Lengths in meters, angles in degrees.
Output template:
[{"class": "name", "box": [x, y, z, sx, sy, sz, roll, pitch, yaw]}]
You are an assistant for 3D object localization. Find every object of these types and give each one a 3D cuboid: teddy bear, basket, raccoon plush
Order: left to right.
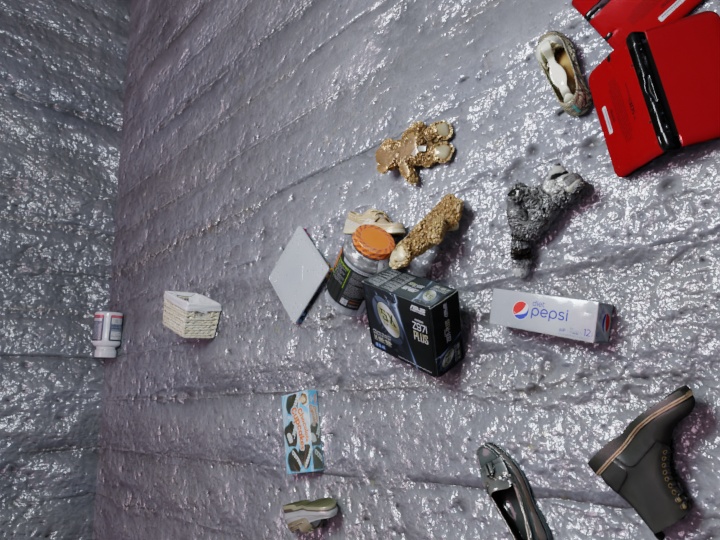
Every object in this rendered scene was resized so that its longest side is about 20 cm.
[{"class": "basket", "box": [-0.588, 0.153, 1.833, 0.199, 0.135, 0.125, 14, 94, 47]}, {"class": "teddy bear", "box": [0.129, -0.274, 1.220, 0.199, 0.066, 0.146, -29, 72, 32]}, {"class": "teddy bear", "box": [0.140, -0.071, 1.103, 0.067, 0.200, 0.145, 45, 151, 2]}, {"class": "raccoon plush", "box": [0.345, -0.089, 0.961, 0.133, 0.097, 0.202, 2, 113, 33]}]

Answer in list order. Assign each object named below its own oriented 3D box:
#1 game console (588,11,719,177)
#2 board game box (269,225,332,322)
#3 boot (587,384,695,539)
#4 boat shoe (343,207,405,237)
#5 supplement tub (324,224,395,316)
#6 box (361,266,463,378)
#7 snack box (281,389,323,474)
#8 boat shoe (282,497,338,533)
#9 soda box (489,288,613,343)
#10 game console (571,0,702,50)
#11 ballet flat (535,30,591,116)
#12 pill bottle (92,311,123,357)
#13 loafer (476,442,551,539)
[{"class": "game console", "box": [0.486, -0.275, 0.850, 0.172, 0.117, 0.202, 130, 133, -69]}, {"class": "board game box", "box": [-0.171, 0.010, 1.499, 0.201, 0.026, 0.200, -57, 47, 23]}, {"class": "boot", "box": [0.449, 0.278, 0.771, 0.139, 0.077, 0.201, 52, 132, 34]}, {"class": "boat shoe", "box": [0.029, -0.117, 1.278, 0.199, 0.073, 0.070, 7, 93, 47]}, {"class": "supplement tub", "box": [0.000, 0.000, 1.218, 0.123, 0.121, 0.201, 61, 141, 34]}, {"class": "box", "box": [0.107, 0.102, 1.097, 0.199, 0.086, 0.165, 21, 128, 46]}, {"class": "snack box", "box": [-0.154, 0.424, 1.394, 0.116, 0.037, 0.202, -24, 66, 41]}, {"class": "boat shoe", "box": [-0.118, 0.604, 1.303, 0.199, 0.074, 0.069, -30, 68, 47]}, {"class": "soda box", "box": [0.330, 0.077, 0.932, 0.199, 0.063, 0.069, 6, 88, 47]}, {"class": "game console", "box": [0.490, -0.489, 0.906, 0.173, 0.119, 0.200, 49, 123, 4]}, {"class": "ballet flat", "box": [0.364, -0.376, 0.974, 0.068, 0.075, 0.202, -32, 60, 39]}, {"class": "pill bottle", "box": [-1.150, 0.291, 2.407, 0.119, 0.119, 0.202, -8, 76, 45]}, {"class": "loafer", "box": [0.263, 0.399, 0.941, 0.072, 0.063, 0.201, -50, 51, 28]}]
